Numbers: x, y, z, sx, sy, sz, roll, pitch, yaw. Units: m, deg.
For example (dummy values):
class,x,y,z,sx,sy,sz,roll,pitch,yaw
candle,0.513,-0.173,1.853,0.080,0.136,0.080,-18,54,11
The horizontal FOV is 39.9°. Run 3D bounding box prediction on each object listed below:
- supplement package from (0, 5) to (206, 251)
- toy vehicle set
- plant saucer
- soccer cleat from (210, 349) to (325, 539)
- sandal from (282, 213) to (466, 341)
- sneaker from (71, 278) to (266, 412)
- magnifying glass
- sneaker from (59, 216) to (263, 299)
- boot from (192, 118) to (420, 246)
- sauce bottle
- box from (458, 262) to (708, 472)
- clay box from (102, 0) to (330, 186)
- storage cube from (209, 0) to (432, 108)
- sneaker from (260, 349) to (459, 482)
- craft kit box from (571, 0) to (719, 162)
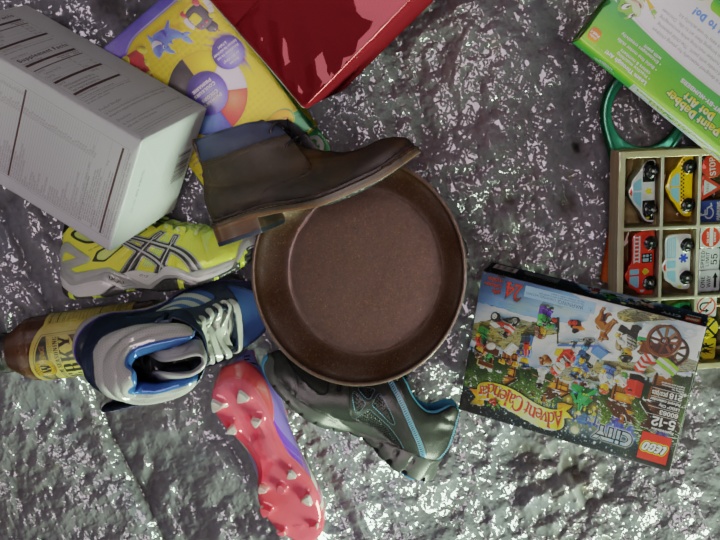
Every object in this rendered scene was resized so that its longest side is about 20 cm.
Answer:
class,x,y,z,sx,sy,sz,roll,pitch,yaw
supplement package,-0.255,-0.128,0.859,0.198,0.110,0.115,31,120,8
toy vehicle set,0.287,-0.010,0.895,0.122,0.027,0.203,-4,102,-4
plant saucer,0.000,0.000,0.888,0.197,0.037,0.204,0,91,16
soccer cleat,-0.080,0.171,0.953,0.066,0.077,0.202,-17,114,21
sandal,0.005,0.006,0.929,0.198,0.043,0.077,-27,88,13
sneaker,-0.140,0.065,0.855,0.198,0.146,0.082,-11,106,-30
magnifying glass,0.248,-0.087,0.900,0.078,0.022,0.203,8,103,-1
sneaker,-0.188,-0.023,0.918,0.197,0.075,0.078,-8,100,4
boot,-0.053,-0.097,0.842,0.198,0.075,0.098,-21,94,16
sauce bottle,-0.283,0.072,0.948,0.197,0.065,0.066,-9,99,7
box,0.196,0.084,0.891,0.197,0.038,0.139,14,107,19
clay box,-0.127,-0.155,0.904,0.114,0.048,0.201,-36,95,10
storage cube,-0.021,-0.262,0.806,0.179,0.200,0.171,-42,95,16
sneaker,0.001,0.117,0.935,0.198,0.073,0.083,29,98,-12
craft kit box,0.314,-0.210,0.823,0.199,0.049,0.198,38,97,-3
